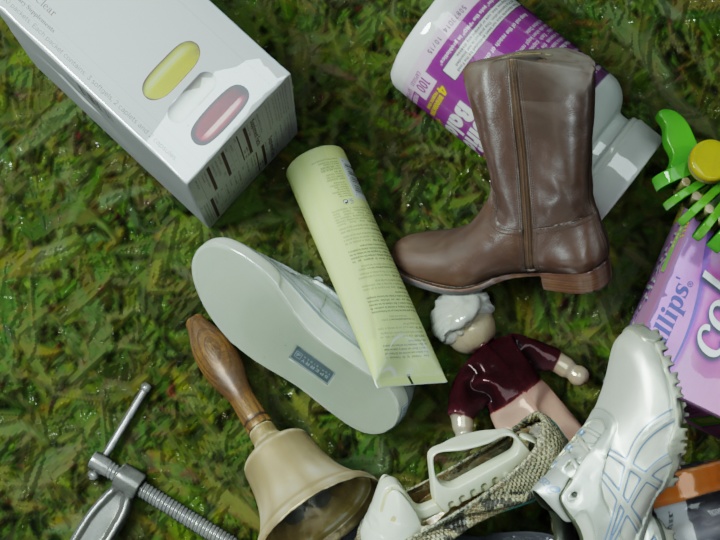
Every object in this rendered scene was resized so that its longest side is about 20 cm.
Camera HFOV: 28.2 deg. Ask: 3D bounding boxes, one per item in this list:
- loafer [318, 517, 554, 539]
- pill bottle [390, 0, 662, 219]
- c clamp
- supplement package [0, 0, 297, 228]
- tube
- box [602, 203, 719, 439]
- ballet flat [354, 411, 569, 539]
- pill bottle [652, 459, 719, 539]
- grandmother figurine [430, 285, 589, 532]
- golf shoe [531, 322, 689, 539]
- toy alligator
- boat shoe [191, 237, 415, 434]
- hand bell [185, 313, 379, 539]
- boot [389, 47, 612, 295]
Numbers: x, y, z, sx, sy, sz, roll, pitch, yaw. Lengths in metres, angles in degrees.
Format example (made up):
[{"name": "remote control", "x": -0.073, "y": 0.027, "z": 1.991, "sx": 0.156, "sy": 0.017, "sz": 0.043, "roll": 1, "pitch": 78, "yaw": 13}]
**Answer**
[{"name": "loafer", "x": 0.065, "y": 0.228, "z": 1.071, "sx": 0.198, "sy": 0.063, "sz": 0.073, "roll": 2, "pitch": 61, "yaw": 17}, {"name": "pill bottle", "x": 0.130, "y": -0.129, "z": 1.104, "sx": 0.199, "sy": 0.112, "sz": 0.113, "roll": 39, "pitch": 82, "yaw": 6}, {"name": "c clamp", "x": -0.138, "y": 0.212, "z": 1.089, "sx": 0.199, "sy": 0.027, "sz": 0.171, "roll": 36, "pitch": 82, "yaw": 5}, {"name": "supplement package", "x": -0.156, "y": -0.153, "z": 1.081, "sx": 0.200, "sy": 0.156, "sz": 0.111, "roll": 42, "pitch": 82, "yaw": 6}, {"name": "tube", "x": 0.000, "y": 0.000, "z": 1.089, "sx": 0.058, "sy": 0.052, "sz": 0.201, "roll": -22, "pitch": 68, "yaw": -8}, {"name": "box", "x": 0.315, "y": 0.045, "z": 1.086, "sx": 0.199, "sy": 0.097, "sz": 0.177, "roll": 26, "pitch": 82, "yaw": 4}, {"name": "ballet flat", "x": 0.058, "y": 0.161, "z": 1.027, "sx": 0.199, "sy": 0.068, "sz": 0.076, "roll": -30, "pitch": 119, "yaw": -2}, {"name": "pill bottle", "x": 0.258, "y": 0.243, "z": 1.049, "sx": 0.105, "sy": 0.106, "sz": 0.202, "roll": -14, "pitch": 81, "yaw": -3}, {"name": "grandmother figurine", "x": 0.117, "y": 0.099, "z": 1.098, "sx": 0.121, "sy": 0.061, "sz": 0.201, "roll": -26, "pitch": 78, "yaw": -29}, {"name": "golf shoe", "x": 0.168, "y": 0.136, "z": 0.989, "sx": 0.096, "sy": 0.078, "sz": 0.202, "roll": 3, "pitch": 92, "yaw": -15}, {"name": "toy alligator", "x": 0.268, "y": -0.028, "z": 1.018, "sx": 0.054, "sy": 0.059, "sz": 0.200, "roll": -41, "pitch": 83, "yaw": -6}, {"name": "boat shoe", "x": -0.041, "y": 0.043, "z": 1.100, "sx": 0.200, "sy": 0.072, "sz": 0.070, "roll": 40, "pitch": 121, "yaw": 1}, {"name": "hand bell", "x": -0.079, "y": 0.109, "z": 1.073, "sx": 0.104, "sy": 0.104, "sz": 0.201, "roll": -32, "pitch": 62, "yaw": -5}, {"name": "boot", "x": 0.089, "y": -0.077, "z": 1.043, "sx": 0.184, "sy": 0.201, "sz": 0.065, "roll": 0, "pitch": 40, "yaw": 20}]
